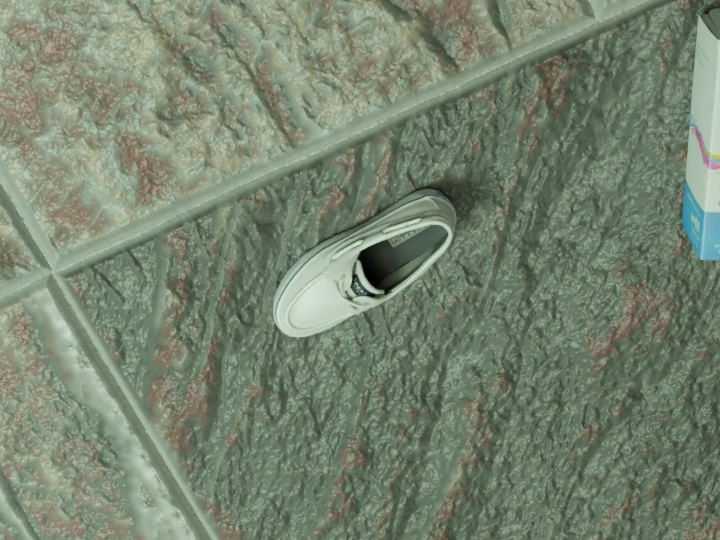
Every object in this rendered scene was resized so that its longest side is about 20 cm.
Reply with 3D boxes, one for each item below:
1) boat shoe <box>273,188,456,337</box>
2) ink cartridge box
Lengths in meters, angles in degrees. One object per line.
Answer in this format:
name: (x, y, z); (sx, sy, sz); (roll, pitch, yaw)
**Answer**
boat shoe: (0.000, 0.000, 1.431); (0.199, 0.066, 0.074); (-39, 109, 16)
ink cartridge box: (0.359, -0.116, 1.364); (0.143, 0.085, 0.202); (-1, 114, 1)
